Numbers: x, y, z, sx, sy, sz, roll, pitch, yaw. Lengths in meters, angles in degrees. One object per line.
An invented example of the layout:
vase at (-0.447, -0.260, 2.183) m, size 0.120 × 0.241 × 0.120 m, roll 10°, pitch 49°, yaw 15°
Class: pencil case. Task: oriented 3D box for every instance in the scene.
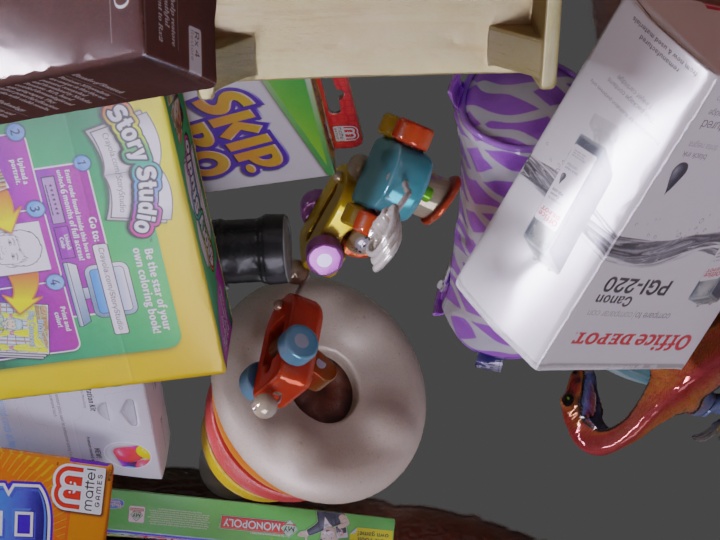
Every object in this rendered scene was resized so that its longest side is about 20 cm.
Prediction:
pencil case at (0.089, -0.036, 1.435) m, size 0.085 × 0.084 × 0.201 m, roll 17°, pitch 138°, yaw 12°

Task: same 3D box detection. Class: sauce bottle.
sauce bottle at (-0.140, -0.008, 1.416) m, size 0.198 × 0.065 × 0.065 m, roll -3°, pitch 139°, yaw 6°

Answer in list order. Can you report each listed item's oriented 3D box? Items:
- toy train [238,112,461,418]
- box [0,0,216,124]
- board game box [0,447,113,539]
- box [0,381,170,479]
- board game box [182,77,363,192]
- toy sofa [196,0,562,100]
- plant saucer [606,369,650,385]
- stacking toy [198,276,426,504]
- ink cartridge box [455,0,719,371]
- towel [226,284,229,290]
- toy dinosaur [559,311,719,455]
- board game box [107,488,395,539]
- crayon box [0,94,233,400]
toy train at (0.000, 0.000, 1.398) m, size 0.055 × 0.151 × 0.200 m, roll 22°, pitch 143°, yaw -18°
box at (-0.172, -0.129, 1.196) m, size 0.198 × 0.101 × 0.075 m, roll -8°, pitch 168°, yaw 24°
board game box at (-0.281, 0.224, 1.553) m, size 0.198 × 0.202 × 0.200 m, roll 9°, pitch 164°, yaw -14°
box at (-0.227, 0.067, 1.523) m, size 0.198 × 0.041 × 0.157 m, roll 4°, pitch 142°, yaw 7°
board game box at (-0.102, -0.081, 1.363) m, size 0.198 × 0.030 × 0.096 m, roll -10°, pitch 140°, yaw 5°
toy sofa at (0.003, -0.146, 1.263) m, size 0.198 × 0.098 × 0.084 m, roll -2°, pitch 114°, yaw -8°
plant saucer at (0.222, 0.016, 1.540) m, size 0.198 × 0.028 × 0.201 m, roll -3°, pitch 139°, yaw -2°
stacking toy at (-0.060, 0.103, 1.563) m, size 0.145 × 0.147 × 0.200 m, roll 16°, pitch 152°, yaw -21°
ink cartridge box at (0.163, -0.044, 1.346) m, size 0.145 × 0.085 × 0.201 m, roll 2°, pitch 128°, yaw -46°
towel at (-0.190, -0.024, 1.465) m, size 0.146 × 0.024 × 0.200 m, roll -20°, pitch 134°, yaw 21°
toy dinosaur at (0.197, 0.042, 1.442) m, size 0.181 × 0.105 × 0.200 m, roll -39°, pitch 165°, yaw -1°
board game box at (-0.089, 0.176, 1.646) m, size 0.198 × 0.029 × 0.135 m, roll 8°, pitch 170°, yaw -13°
crayon box at (-0.173, -0.029, 1.334) m, size 0.171 × 0.058 × 0.201 m, roll -7°, pitch 122°, yaw 5°
